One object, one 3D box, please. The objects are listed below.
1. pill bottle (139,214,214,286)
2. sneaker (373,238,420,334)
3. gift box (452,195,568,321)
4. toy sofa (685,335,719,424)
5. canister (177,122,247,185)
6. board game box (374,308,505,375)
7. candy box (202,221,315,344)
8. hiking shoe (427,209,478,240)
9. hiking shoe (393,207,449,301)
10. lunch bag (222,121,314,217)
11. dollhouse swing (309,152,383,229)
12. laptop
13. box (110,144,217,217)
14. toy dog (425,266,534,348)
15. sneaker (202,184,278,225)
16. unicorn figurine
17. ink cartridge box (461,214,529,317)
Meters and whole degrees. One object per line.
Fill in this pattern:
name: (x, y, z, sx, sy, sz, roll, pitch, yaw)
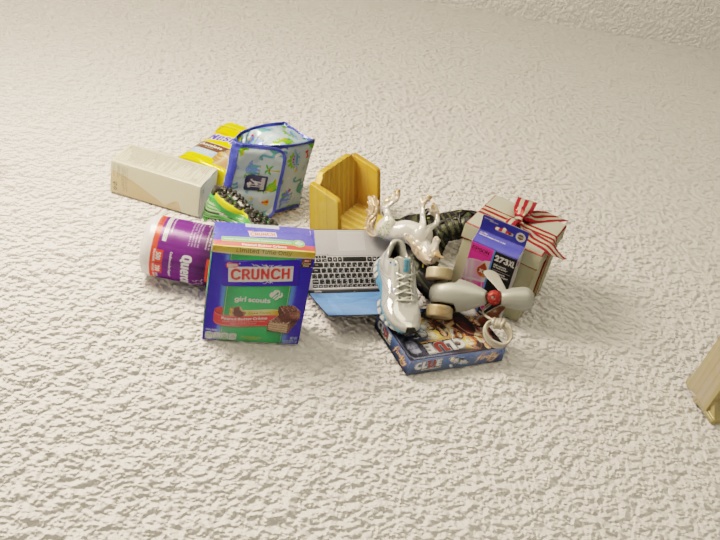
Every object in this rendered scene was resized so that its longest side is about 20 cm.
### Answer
pill bottle: (-0.291, -0.029, 1.525, 0.200, 0.113, 0.112, 12, 33, -2)
sneaker: (0.069, 0.023, 1.503, 0.075, 0.087, 0.200, 3, 45, -20)
gift box: (0.308, -0.034, 1.673, 0.200, 0.187, 0.185, 22, 34, 15)
toy sofa: (0.668, 0.173, 1.480, 0.083, 0.200, 0.098, 0, 40, -18)
canister: (-0.299, -0.244, 1.869, 0.148, 0.087, 0.200, 22, 36, 12)
board game box: (0.144, 0.122, 1.522, 0.200, 0.035, 0.136, -6, 38, -26)
candy box: (-0.172, 0.023, 1.407, 0.169, 0.200, 0.077, 4, 34, -13)
hiking shoe: (0.187, -0.096, 1.778, 0.101, 0.076, 0.200, -16, 6, 46)
hiking shoe: (0.132, -0.035, 1.654, 0.101, 0.076, 0.200, -25, 64, 5)
lunch bag: (-0.206, -0.207, 1.757, 0.127, 0.170, 0.200, 34, 32, 30)
dollhouse swing: (0.018, -0.125, 1.742, 0.176, 0.182, 0.200, 14, 31, 24)
laptop: (0.000, 0.000, 1.574, 0.187, 0.116, 0.200, -1, 74, -21)
box: (-0.409, -0.188, 1.752, 0.200, 0.078, 0.095, 18, 33, 7)
toy dog: (0.207, 0.054, 1.533, 0.200, 0.132, 0.096, 25, -3, 11)
sneaker: (-0.227, -0.081, 1.668, 0.200, 0.085, 0.078, 40, 26, 13)
unicorn figurine: (0.099, -0.082, 1.619, 0.200, 0.137, 0.074, 6, -18, 31)
ink cartridge box: (0.247, -0.001, 1.591, 0.095, 0.200, 0.037, 24, 35, 18)
